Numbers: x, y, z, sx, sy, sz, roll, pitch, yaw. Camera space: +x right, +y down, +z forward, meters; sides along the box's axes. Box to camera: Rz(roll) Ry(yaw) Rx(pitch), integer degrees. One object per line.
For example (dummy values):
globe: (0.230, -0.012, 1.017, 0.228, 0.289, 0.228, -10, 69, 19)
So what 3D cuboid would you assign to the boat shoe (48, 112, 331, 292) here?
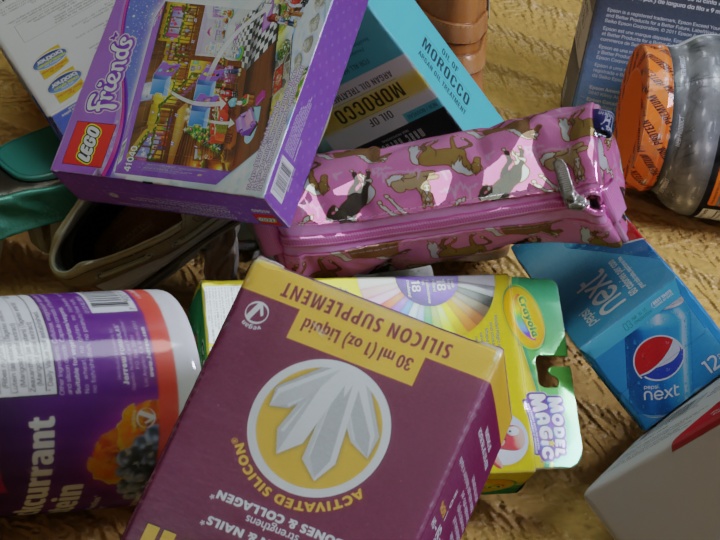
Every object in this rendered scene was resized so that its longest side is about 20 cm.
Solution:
boat shoe: (-0.095, -0.054, 1.408, 0.075, 0.200, 0.068, 50, 19, 17)

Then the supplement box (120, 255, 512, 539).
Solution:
supplement box: (-0.027, 0.116, 1.152, 0.131, 0.103, 0.200, 20, 72, 13)

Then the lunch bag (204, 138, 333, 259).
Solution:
lunch bag: (-0.068, -0.105, 1.549, 0.160, 0.077, 0.201, 0, 65, -24)

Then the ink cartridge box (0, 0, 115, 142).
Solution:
ink cartridge box: (-0.152, -0.146, 1.471, 0.119, 0.042, 0.200, -31, 46, -6)

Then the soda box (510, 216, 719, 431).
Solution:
soda box: (0.147, 0.016, 1.425, 0.064, 0.068, 0.200, 51, 5, -18)

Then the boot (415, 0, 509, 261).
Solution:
boot: (0.056, -0.110, 1.584, 0.073, 0.155, 0.200, 0, 33, -19)

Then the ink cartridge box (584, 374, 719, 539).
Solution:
ink cartridge box: (0.232, 0.080, 1.332, 0.084, 0.144, 0.200, 54, 40, -1)

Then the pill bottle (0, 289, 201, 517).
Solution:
pill bottle: (-0.188, 0.069, 1.258, 0.199, 0.112, 0.111, -3, 34, -22)

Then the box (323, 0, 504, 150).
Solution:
box: (0.012, -0.107, 1.466, 0.082, 0.200, 0.049, -24, 28, 31)

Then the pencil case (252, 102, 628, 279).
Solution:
pencil case: (0.044, -0.038, 1.360, 0.199, 0.087, 0.083, -8, 65, 6)

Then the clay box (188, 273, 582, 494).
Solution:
clay box: (0.013, 0.063, 1.336, 0.199, 0.048, 0.115, 0, 68, -14)

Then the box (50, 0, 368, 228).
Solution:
box: (-0.072, -0.126, 1.362, 0.137, 0.039, 0.200, 9, 68, 28)

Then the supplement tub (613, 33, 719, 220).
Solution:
supplement tub: (0.274, -0.089, 1.654, 0.199, 0.123, 0.123, 8, 31, -7)

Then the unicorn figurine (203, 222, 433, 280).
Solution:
unicorn figurine: (0.000, 0.000, 1.443, 0.199, 0.138, 0.074, 3, 6, 28)

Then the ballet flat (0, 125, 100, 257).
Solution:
ballet flat: (-0.207, -0.036, 1.452, 0.200, 0.071, 0.067, -19, 35, -22)

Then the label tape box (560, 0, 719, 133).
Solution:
label tape box: (0.228, -0.181, 1.710, 0.144, 0.200, 0.063, 10, 30, -3)
